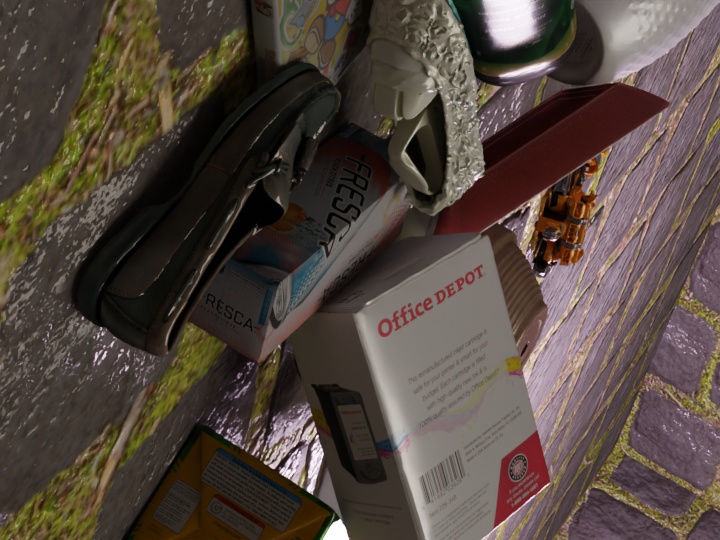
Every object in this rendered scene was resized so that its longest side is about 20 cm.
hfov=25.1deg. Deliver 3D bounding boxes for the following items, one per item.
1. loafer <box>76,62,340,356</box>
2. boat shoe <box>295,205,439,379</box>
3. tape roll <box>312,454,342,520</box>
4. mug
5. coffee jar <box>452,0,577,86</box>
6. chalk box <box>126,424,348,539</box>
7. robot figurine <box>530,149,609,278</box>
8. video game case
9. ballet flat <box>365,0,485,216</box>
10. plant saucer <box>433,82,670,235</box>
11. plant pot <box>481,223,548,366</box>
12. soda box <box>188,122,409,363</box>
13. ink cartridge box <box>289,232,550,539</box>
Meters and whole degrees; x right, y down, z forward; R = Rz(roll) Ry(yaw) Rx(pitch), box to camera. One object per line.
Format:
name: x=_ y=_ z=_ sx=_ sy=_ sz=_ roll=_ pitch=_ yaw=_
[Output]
loafer: x=-0.070 y=-0.031 z=0.908 sx=0.200 sy=0.063 sz=0.072 roll=-47 pitch=158 yaw=-20
boat shoe: x=0.002 y=0.001 z=1.218 sx=0.066 sy=0.074 sz=0.201 roll=141 pitch=-32 yaw=-73
tape roll: x=0.009 y=0.142 z=1.346 sx=0.202 sy=0.070 sz=0.204 roll=-163 pitch=-90 yaw=-89
mug: x=0.195 y=-0.224 z=1.337 sx=0.175 sy=0.148 sz=0.200 roll=-44 pitch=-179 yaw=-34
coffee jar: x=0.089 y=-0.195 z=1.018 sx=0.084 sy=0.105 sz=0.200 roll=-16 pitch=162 yaw=5
chalk box: x=-0.084 y=0.220 z=1.210 sx=0.124 sy=0.124 sz=0.200 roll=-58 pitch=165 yaw=-13
robot figurine: x=0.225 y=-0.074 z=1.733 sx=0.200 sy=0.058 sz=0.146 roll=-61 pitch=163 yaw=-62
video game case: x=-0.001 y=-0.198 z=0.959 sx=0.201 sy=0.023 sz=0.183 roll=-54 pitch=162 yaw=-26
ballet flat: x=0.039 y=-0.104 z=1.025 sx=0.072 sy=0.071 sz=0.201 roll=-54 pitch=149 yaw=-23
plant saucer: x=0.126 y=-0.090 z=1.282 sx=0.199 sy=0.037 sz=0.200 roll=-34 pitch=-171 yaw=-5
plant pot: x=0.131 y=0.060 z=1.666 sx=0.202 sy=0.092 sz=0.201 roll=-55 pitch=163 yaw=-25
soda box: x=-0.034 y=-0.023 z=1.071 sx=0.200 sy=0.063 sz=0.069 roll=-43 pitch=156 yaw=-50
ink cartridge box: x=0.043 y=0.091 z=1.142 sx=0.147 sy=0.085 sz=0.202 roll=-28 pitch=108 yaw=-41
